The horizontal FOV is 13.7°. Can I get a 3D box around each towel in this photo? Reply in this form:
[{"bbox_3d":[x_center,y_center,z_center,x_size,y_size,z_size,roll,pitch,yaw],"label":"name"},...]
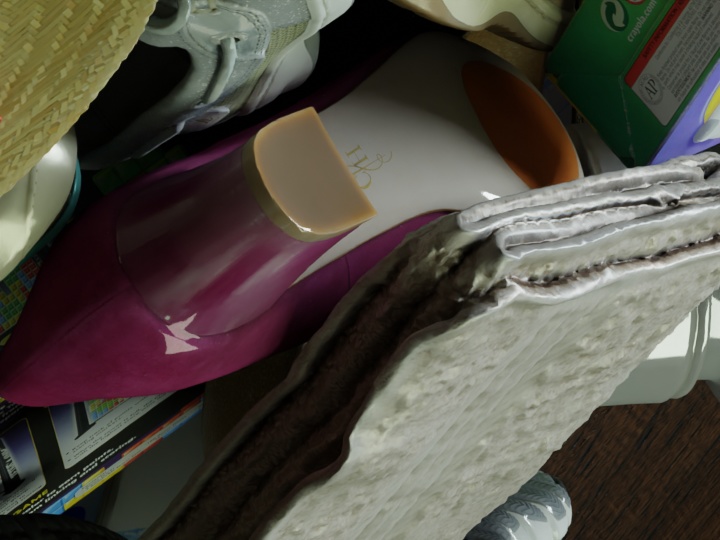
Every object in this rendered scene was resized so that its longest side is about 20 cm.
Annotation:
[{"bbox_3d":[0.014,0.045,0.795,0.132,0.035,0.200,-13,151,-47],"label":"towel"}]

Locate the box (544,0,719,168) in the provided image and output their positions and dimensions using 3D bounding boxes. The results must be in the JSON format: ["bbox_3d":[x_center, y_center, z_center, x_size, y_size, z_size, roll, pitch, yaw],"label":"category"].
[{"bbox_3d":[0.151,-0.102,0.814,0.200,0.048,0.117,-26,158,-38],"label":"box"}]

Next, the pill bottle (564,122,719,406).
[{"bbox_3d":[0.158,-0.009,0.883,0.199,0.112,0.111,-5,158,-11],"label":"pill bottle"}]

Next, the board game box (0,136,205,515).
[{"bbox_3d":[-0.130,0.046,0.863,0.200,0.057,0.165,-36,164,-14],"label":"board game box"}]

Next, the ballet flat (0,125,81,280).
[{"bbox_3d":[-0.153,0.017,0.713,0.200,0.070,0.069,-44,166,12],"label":"ballet flat"}]

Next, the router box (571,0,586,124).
[{"bbox_3d":[0.167,-0.060,0.964,0.199,0.062,0.150,-8,117,-14],"label":"router box"}]

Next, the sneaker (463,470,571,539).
[{"bbox_3d":[0.022,0.132,1.023,0.200,0.075,0.116,-39,140,-76],"label":"sneaker"}]

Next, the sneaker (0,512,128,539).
[{"bbox_3d":[-0.148,0.134,0.864,0.200,0.077,0.089,-28,176,-21],"label":"sneaker"}]

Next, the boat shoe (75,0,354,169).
[{"bbox_3d":[-0.048,-0.068,0.678,0.065,0.075,0.202,-36,175,-9],"label":"boat shoe"}]

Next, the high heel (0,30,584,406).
[{"bbox_3d":[-0.012,-0.007,0.777,0.096,0.067,0.200,-33,177,27],"label":"high heel"}]

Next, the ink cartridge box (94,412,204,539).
[{"bbox_3d":[-0.058,0.124,1.028,0.145,0.084,0.201,109,-6,-68],"label":"ink cartridge box"}]

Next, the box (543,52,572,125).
[{"bbox_3d":[0.087,-0.038,1.069,0.200,0.101,0.112,-40,167,3],"label":"box"}]

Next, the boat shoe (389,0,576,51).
[{"bbox_3d":[0.029,-0.101,0.780,0.065,0.072,0.200,-63,170,8],"label":"boat shoe"}]

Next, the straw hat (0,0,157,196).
[{"bbox_3d":[-0.131,-0.038,0.524,0.201,0.085,0.201,-37,172,-6],"label":"straw hat"}]

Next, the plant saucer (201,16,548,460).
[{"bbox_3d":[0.000,0.000,0.912,0.200,0.035,0.200,-59,165,-27],"label":"plant saucer"}]

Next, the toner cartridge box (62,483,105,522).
[{"bbox_3d":[-0.058,0.077,1.179,0.200,0.043,0.095,-39,166,-1],"label":"toner cartridge box"}]
